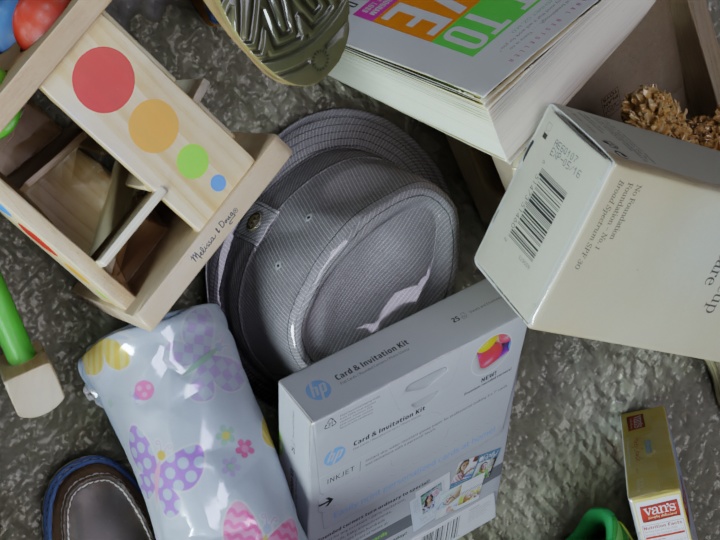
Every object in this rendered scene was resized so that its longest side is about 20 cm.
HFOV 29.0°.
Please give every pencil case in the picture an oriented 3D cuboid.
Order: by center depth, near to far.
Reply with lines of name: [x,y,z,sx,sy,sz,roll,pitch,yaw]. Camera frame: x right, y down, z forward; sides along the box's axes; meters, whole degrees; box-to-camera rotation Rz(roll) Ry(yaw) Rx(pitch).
pencil case: [-0.090,0.120,0.799,0.090,0.083,0.202,-20,83,-21]

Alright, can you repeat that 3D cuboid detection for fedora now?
fedora: [0.000,0.000,0.860,0.177,0.090,0.200,46,75,-25]

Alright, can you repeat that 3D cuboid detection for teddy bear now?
teddy bear: [0.165,-0.044,0.829,0.199,0.067,0.146,5,107,-37]

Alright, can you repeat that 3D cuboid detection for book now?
book: [0.056,-0.151,0.812,0.134,0.199,0.048,-43,133,-16]

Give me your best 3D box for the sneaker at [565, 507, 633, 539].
sneaker: [0.114,0.234,0.962,0.199,0.074,0.084,-35,113,-29]

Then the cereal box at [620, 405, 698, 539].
cereal box: [0.223,0.214,0.978,0.039,0.144,0.202,-14,104,12]

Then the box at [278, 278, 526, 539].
box: [0.023,0.114,0.856,0.155,0.041,0.201,-25,141,-25]

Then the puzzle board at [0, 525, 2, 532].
puzzle board: [-0.231,0.248,0.743,0.017,0.151,0.202,14,90,-7]

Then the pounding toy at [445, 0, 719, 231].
pounding toy: [0.132,-0.145,0.901,0.184,0.142,0.201,-40,126,-17]

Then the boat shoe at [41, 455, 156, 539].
boat shoe: [-0.130,0.207,0.828,0.072,0.072,0.202,-24,106,-21]

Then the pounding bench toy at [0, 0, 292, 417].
pounding bench toy: [-0.171,-0.042,0.748,0.156,0.124,0.201,43,77,-25]

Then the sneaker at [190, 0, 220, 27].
sneaker: [-0.041,-0.217,0.768,0.088,0.200,0.076,-19,75,-26]

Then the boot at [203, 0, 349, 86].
boot: [-0.100,-0.179,0.727,0.066,0.200,0.176,-38,114,-18]

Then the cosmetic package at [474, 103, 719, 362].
cosmetic package: [0.175,-0.014,0.774,0.198,0.073,0.104,10,116,-30]

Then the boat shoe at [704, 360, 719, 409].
boat shoe: [0.304,0.077,1.042,0.071,0.064,0.200,-46,114,-15]
